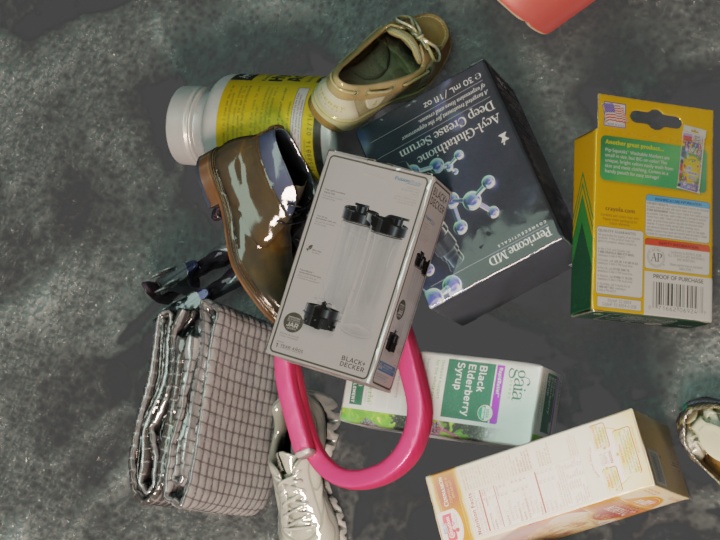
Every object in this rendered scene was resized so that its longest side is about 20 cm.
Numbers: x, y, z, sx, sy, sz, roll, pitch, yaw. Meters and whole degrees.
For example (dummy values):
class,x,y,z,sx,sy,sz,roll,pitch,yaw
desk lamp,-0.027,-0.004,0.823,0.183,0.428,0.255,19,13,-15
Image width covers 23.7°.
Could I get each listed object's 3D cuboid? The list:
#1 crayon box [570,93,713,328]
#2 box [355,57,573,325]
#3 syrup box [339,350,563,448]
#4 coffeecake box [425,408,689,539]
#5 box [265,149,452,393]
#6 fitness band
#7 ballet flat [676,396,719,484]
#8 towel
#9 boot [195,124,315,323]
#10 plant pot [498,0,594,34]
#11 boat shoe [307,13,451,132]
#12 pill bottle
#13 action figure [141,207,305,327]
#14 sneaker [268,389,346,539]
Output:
class,x,y,z,sx,sy,sz,roll,pitch,yaw
crayon box,0.262,-0.053,1.592,0.124,0.052,0.203,6,80,-18
box,0.108,-0.073,1.664,0.147,0.107,0.202,-28,71,14
syrup box,0.088,0.122,1.648,0.198,0.081,0.080,6,82,24
coffeecake box,0.180,0.197,1.556,0.198,0.153,0.074,-20,72,18
box,0.000,0.000,1.599,0.115,0.060,0.202,14,83,24
fitness band,-0.008,0.107,1.627,0.142,0.037,0.202,-22,71,19
ballet flat,0.356,0.189,1.533,0.072,0.072,0.200,-48,67,7
towel,-0.150,0.137,1.698,0.085,0.165,0.203,3,81,28
boot,-0.081,-0.043,1.680,0.096,0.075,0.202,-28,88,29
plant pot,0.190,-0.340,1.649,0.177,0.200,0.201,-46,67,19
boat shoe,0.029,-0.206,1.687,0.073,0.200,0.063,48,141,10
pill bottle,-0.094,-0.144,1.757,0.198,0.111,0.113,4,81,22
action figure,-0.128,-0.009,1.770,0.199,0.069,0.131,-33,65,10
sneaker,-0.060,0.216,1.691,0.074,0.081,0.203,-8,78,18
